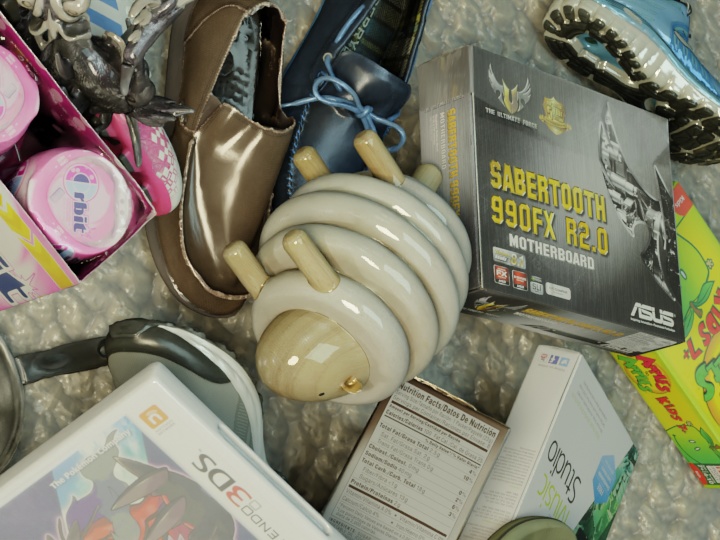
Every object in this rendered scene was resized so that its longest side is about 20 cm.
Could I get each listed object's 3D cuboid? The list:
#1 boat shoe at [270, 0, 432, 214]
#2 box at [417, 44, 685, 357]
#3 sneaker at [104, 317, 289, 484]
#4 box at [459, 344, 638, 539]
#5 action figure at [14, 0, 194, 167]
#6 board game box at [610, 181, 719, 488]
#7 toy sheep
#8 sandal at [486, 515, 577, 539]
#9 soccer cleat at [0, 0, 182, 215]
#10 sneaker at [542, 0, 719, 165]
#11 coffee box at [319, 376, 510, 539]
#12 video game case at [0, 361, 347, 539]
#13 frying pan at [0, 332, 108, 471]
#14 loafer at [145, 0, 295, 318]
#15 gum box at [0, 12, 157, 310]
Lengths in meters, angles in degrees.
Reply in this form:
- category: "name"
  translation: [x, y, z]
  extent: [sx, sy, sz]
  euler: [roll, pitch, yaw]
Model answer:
- category: "boat shoe"
  translation: [-0.007, -0.119, 1.408]
  extent: [0.084, 0.069, 0.200]
  euler: [25, 71, -35]
- category: "box"
  translation: [0.123, -0.040, 1.451]
  extent: [0.200, 0.048, 0.158]
  euler: [16, 66, -43]
- category: "sneaker"
  translation: [-0.092, 0.111, 1.287]
  extent: [0.079, 0.074, 0.200]
  euler: [-57, 135, -45]
- category: "box"
  translation: [0.114, 0.168, 1.469]
  extent: [0.200, 0.036, 0.144]
  euler: [-65, 147, -21]
- category: "action figure"
  translation: [-0.137, -0.147, 1.190]
  extent: [0.102, 0.119, 0.200]
  euler: [-55, 151, -28]
- category: "board game box"
  translation: [0.232, 0.047, 1.601]
  extent: [0.200, 0.048, 0.102]
  euler: [53, 57, -23]
- category: "toy sheep"
  translation: [0.000, 0.000, 1.318]
  extent: [0.138, 0.138, 0.200]
  euler: [54, 51, -22]
- category: "sandal"
  translation: [0.087, 0.204, 1.339]
  extent: [0.201, 0.057, 0.080]
  euler: [-26, 122, -61]
- category: "soccer cleat"
  translation: [-0.145, -0.127, 1.293]
  extent: [0.086, 0.070, 0.200]
  euler: [-43, 111, -24]
- category: "sneaker"
  translation: [0.217, -0.149, 1.589]
  extent: [0.200, 0.078, 0.090]
  euler: [41, 59, -29]
- category: "coffee box"
  translation: [0.005, 0.175, 1.352]
  extent: [0.080, 0.114, 0.200]
  euler: [27, 65, 1]
- category: "video game case"
  translation: [-0.119, 0.164, 1.220]
  extent: [0.182, 0.200, 0.023]
  euler: [45, 22, -21]
- category: "frying pan"
  translation: [-0.212, 0.046, 1.252]
  extent: [0.115, 0.031, 0.190]
  euler: [58, 40, -11]
- category: "loafer"
  translation: [-0.079, -0.072, 1.344]
  extent: [0.073, 0.071, 0.200]
  euler: [3, 85, -39]
- category: "gum box"
  translation: [-0.213, -0.079, 1.197]
  extent: [0.200, 0.113, 0.066]
  euler: [53, 57, -15]
